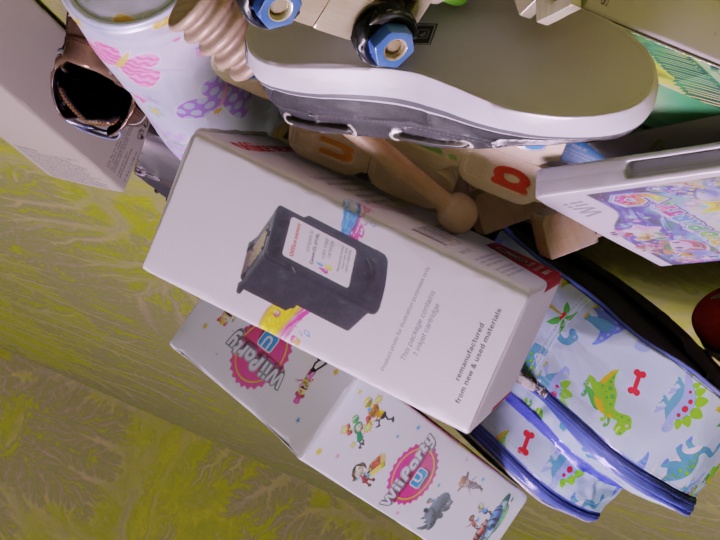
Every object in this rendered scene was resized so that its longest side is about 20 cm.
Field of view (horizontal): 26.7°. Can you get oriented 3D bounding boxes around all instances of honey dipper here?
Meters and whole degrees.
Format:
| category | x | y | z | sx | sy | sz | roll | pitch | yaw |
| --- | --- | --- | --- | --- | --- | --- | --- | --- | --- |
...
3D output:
| category | x | y | z | sx | sy | sz | roll | pitch | yaw |
| --- | --- | --- | --- | --- | --- | --- | --- | --- | --- |
| honey dipper | -0.013 | -0.079 | 0.785 | 0.200 | 0.038 | 0.038 | 38 | 159 | -26 |

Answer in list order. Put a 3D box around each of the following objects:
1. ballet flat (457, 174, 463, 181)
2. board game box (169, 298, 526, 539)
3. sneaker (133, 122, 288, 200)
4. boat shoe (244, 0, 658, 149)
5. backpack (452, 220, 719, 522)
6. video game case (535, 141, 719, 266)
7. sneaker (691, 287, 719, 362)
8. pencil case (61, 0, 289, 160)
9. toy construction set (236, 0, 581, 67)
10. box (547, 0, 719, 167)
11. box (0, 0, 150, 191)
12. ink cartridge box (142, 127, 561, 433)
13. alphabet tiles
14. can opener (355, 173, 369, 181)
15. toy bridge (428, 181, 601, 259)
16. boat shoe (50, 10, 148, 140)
| category | x | y | z | sx | sy | sz | roll | pitch | yaw |
| --- | --- | --- | --- | --- | --- | --- | --- | --- | --- |
| ballet flat | 0.012 | -0.087 | 0.897 | 0.069 | 0.070 | 0.200 | 5 | 159 | 46 |
| board game box | -0.004 | 0.093 | 0.940 | 0.147 | 0.064 | 0.200 | 34 | 177 | 44 |
| sneaker | -0.115 | -0.061 | 1.146 | 0.105 | 0.075 | 0.200 | 18 | 156 | -2 |
| boat shoe | 0.041 | -0.086 | 0.696 | 0.198 | 0.069 | 0.057 | 12 | 147 | 25 |
| backpack | 0.147 | 0.080 | 1.002 | 0.200 | 0.148 | 0.183 | 37 | -175 | 34 |
| video game case | 0.208 | -0.035 | 0.761 | 0.199 | 0.018 | 0.143 | -6 | 162 | 38 |
| sneaker | 0.256 | 0.004 | 0.916 | 0.085 | 0.077 | 0.200 | 44 | 160 | -8 |
| pencil case | -0.101 | -0.129 | 0.871 | 0.090 | 0.084 | 0.200 | 11 | 163 | 18 |
| toy construction set | 0.005 | -0.153 | 0.621 | 0.199 | 0.132 | 0.092 | 22 | -151 | -25 |
| box | 0.157 | -0.081 | 0.775 | 0.143 | 0.037 | 0.200 | 22 | 164 | -1 |
| box | -0.233 | -0.132 | 1.071 | 0.082 | 0.069 | 0.200 | 13 | 163 | 26 |
| ink cartridge box | 0.000 | 0.000 | 0.847 | 0.199 | 0.083 | 0.146 | 26 | -170 | 12 |
| alphabet tiles | 0.015 | -0.102 | 0.774 | 0.194 | 0.015 | 0.200 | 23 | 150 | 6 |
| can opener | -0.018 | -0.066 | 1.037 | 0.066 | 0.053 | 0.200 | 21 | 165 | -3 |
| toy bridge | 0.099 | -0.044 | 0.930 | 0.067 | 0.027 | 0.200 | -20 | -165 | -15 |
| boat shoe | -0.169 | -0.128 | 0.988 | 0.072 | 0.073 | 0.200 | 20 | 165 | 4 |
